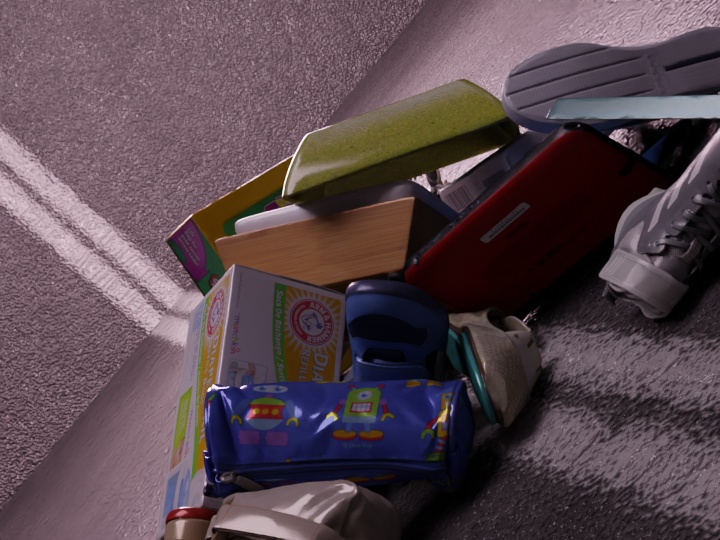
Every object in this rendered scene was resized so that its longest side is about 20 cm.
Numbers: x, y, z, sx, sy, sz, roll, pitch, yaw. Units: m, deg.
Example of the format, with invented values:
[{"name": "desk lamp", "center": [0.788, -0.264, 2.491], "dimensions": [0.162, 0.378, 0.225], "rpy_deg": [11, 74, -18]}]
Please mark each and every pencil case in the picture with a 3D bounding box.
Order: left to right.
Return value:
[{"name": "pencil case", "center": [-0.019, 0.119, 1.098], "dimensions": [0.197, 0.079, 0.087], "rpy_deg": [-3, 35, 9]}]

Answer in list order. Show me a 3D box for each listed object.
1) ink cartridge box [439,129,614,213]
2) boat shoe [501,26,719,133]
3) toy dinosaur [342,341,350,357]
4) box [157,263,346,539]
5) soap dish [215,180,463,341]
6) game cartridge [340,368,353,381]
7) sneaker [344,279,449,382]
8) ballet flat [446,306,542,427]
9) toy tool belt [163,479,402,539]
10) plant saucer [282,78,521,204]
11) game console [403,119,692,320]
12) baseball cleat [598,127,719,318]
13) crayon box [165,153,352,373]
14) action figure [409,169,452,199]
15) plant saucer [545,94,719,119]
[{"name": "ink cartridge box", "center": [0.176, -0.119, 1.335], "dimensions": [0.199, 0.050, 0.161], "rpy_deg": [-39, 2, -19]}, {"name": "boat shoe", "center": [0.205, -0.138, 1.224], "dimensions": [0.198, 0.073, 0.071], "rpy_deg": [-9, -19, -6]}, {"name": "toy dinosaur", "center": [-0.044, 0.109, 1.371], "dimensions": [0.201, 0.060, 0.106], "rpy_deg": [-54, 11, -25]}, {"name": "box", "center": [-0.084, 0.114, 1.230], "dimensions": [0.112, 0.100, 0.202], "rpy_deg": [138, 142, -56]}, {"name": "soap dish", "center": [0.000, 0.000, 1.318], "dimensions": [0.198, 0.157, 0.082], "rpy_deg": [-11, 65, 30]}, {"name": "game cartridge", "center": [-0.003, 0.129, 1.386], "dimensions": [0.200, 0.041, 0.133], "rpy_deg": [-38, 12, 47]}, {"name": "sneaker", "center": [0.027, 0.081, 1.156], "dimensions": [0.201, 0.073, 0.083], "rpy_deg": [74, -153, -52]}, {"name": "ballet flat", "center": [0.102, 0.059, 1.145], "dimensions": [0.062, 0.068, 0.200], "rpy_deg": [-20, 14, -2]}, {"name": "toy tool belt", "center": [-0.064, 0.218, 1.068], "dimensions": [0.198, 0.125, 0.124], "rpy_deg": [-13, 59, 34]}, {"name": "plant saucer", "center": [0.034, -0.109, 1.323], "dimensions": [0.198, 0.048, 0.200], "rpy_deg": [-19, -2, 7]}, {"name": "game console", "center": [0.148, -0.058, 1.228], "dimensions": [0.200, 0.171, 0.120], "rpy_deg": [-42, 39, 33]}, {"name": "baseball cleat", "center": [0.220, -0.027, 0.987], "dimensions": [0.107, 0.069, 0.200], "rpy_deg": [-63, 7, -30]}, {"name": "crayon box", "center": [-0.063, 0.008, 1.497], "dimensions": [0.172, 0.201, 0.058], "rpy_deg": [-35, -2, -44]}, {"name": "action figure", "center": [0.083, -0.039, 1.452], "dimensions": [0.118, 0.103, 0.200], "rpy_deg": [-23, 48, -13]}, {"name": "plant saucer", "center": [0.222, -0.113, 1.079], "dimensions": [0.069, 0.019, 0.199], "rpy_deg": [-5, 7, -39]}]
